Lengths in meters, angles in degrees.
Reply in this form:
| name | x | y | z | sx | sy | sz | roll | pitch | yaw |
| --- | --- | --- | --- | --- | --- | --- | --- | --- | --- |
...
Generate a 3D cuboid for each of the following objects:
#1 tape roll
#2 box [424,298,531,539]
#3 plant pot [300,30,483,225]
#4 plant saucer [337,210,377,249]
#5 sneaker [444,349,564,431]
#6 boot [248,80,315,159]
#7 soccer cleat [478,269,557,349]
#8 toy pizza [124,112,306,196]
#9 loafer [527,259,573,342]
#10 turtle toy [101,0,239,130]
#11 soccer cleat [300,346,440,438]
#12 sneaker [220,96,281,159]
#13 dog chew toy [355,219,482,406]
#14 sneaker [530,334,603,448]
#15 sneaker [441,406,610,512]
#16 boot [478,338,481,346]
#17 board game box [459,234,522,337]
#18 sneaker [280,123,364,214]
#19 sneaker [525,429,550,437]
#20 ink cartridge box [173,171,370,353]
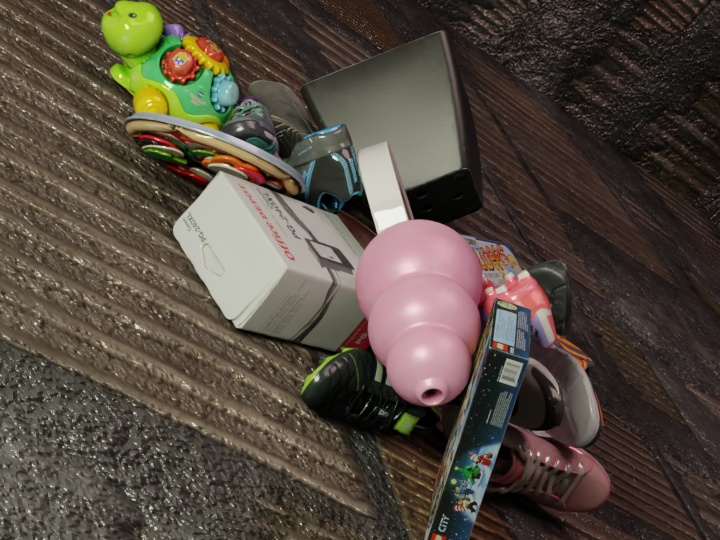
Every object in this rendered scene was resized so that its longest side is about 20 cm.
| name | x | y | z | sx | sy | sz | roll | pitch | yaw |
| --- | --- | --- | --- | --- | --- | --- | --- | --- | --- |
| tape roll | 0.041 | -0.041 | 1.608 | 0.203 | 0.037 | 0.204 | -18 | 90 | -86 |
| box | 0.106 | 0.141 | 1.338 | 0.037 | 0.201 | 0.137 | 17 | 18 | 1 |
| plant pot | 0.060 | -0.155 | 1.899 | 0.200 | 0.198 | 0.179 | 59 | 11 | -65 |
| plant saucer | 0.000 | 0.000 | 1.712 | 0.200 | 0.037 | 0.201 | 38 | 18 | -14 |
| sneaker | 0.117 | 0.117 | 1.484 | 0.199 | 0.075 | 0.079 | 20 | 28 | 39 |
| boot | -0.102 | -0.186 | 1.879 | 0.182 | 0.072 | 0.201 | 44 | 18 | -44 |
| soccer cleat | 0.135 | 0.046 | 1.501 | 0.077 | 0.066 | 0.200 | 63 | -19 | -5 |
| toy pizza | -0.152 | -0.110 | 1.529 | 0.199 | 0.032 | 0.200 | 19 | -9 | 3 |
| loafer | 0.215 | 0.085 | 1.714 | 0.072 | 0.202 | 0.072 | 16 | 16 | 20 |
| turtle toy | -0.215 | -0.229 | 1.689 | 0.199 | 0.101 | 0.146 | 30 | 21 | -32 |
| soccer cleat | 0.015 | 0.120 | 1.405 | 0.081 | 0.068 | 0.200 | 42 | 13 | 27 |
| sneaker | -0.131 | -0.158 | 1.650 | 0.200 | 0.074 | 0.088 | 77 | 2 | -81 |
| dog chew toy | 0.059 | 0.046 | 1.395 | 0.124 | 0.124 | 0.201 | 32 | 33 | -28 |
| sneaker | 0.224 | 0.119 | 1.598 | 0.112 | 0.078 | 0.201 | 25 | 26 | -42 |
| sneaker | 0.173 | 0.207 | 1.520 | 0.199 | 0.076 | 0.105 | 30 | 15 | -10 |
| boot | 0.144 | 0.057 | 1.850 | 0.199 | 0.070 | 0.147 | 12 | 40 | -55 |
| board game box | 0.167 | 0.027 | 1.807 | 0.136 | 0.034 | 0.200 | 62 | 19 | 13 |
| sneaker | -0.064 | -0.089 | 1.621 | 0.073 | 0.200 | 0.082 | -22 | 87 | -30 |
| sneaker | 0.168 | 0.157 | 1.644 | 0.199 | 0.070 | 0.081 | 31 | 36 | -18 |
| ink cartridge box | -0.071 | -0.003 | 1.489 | 0.199 | 0.083 | 0.146 | 19 | 29 | -53 |
